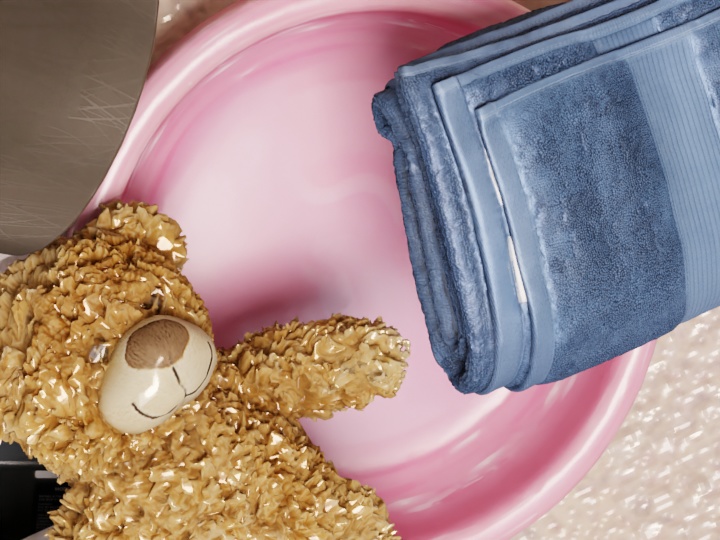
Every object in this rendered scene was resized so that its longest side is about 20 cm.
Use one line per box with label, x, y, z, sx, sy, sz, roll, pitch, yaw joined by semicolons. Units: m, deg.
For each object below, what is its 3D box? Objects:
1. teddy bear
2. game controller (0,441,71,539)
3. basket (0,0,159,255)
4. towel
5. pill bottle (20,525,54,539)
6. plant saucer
teddy bear;-0.040;0.076;0.883;0.144;0.067;0.201;-19;107;-12
game controller;-0.097;0.071;0.991;0.199;0.042;0.105;2;133;-12
basket;-0.170;-0.084;0.822;0.199;0.181;0.136;19;142;-29
towel;0.102;-0.040;0.904;0.199;0.048;0.112;-22;105;-28
pill bottle;-0.162;0.166;0.961;0.199;0.115;0.115;-26;121;16
plant saucer;0.000;0.000;0.937;0.199;0.051;0.202;-3;103;-13
